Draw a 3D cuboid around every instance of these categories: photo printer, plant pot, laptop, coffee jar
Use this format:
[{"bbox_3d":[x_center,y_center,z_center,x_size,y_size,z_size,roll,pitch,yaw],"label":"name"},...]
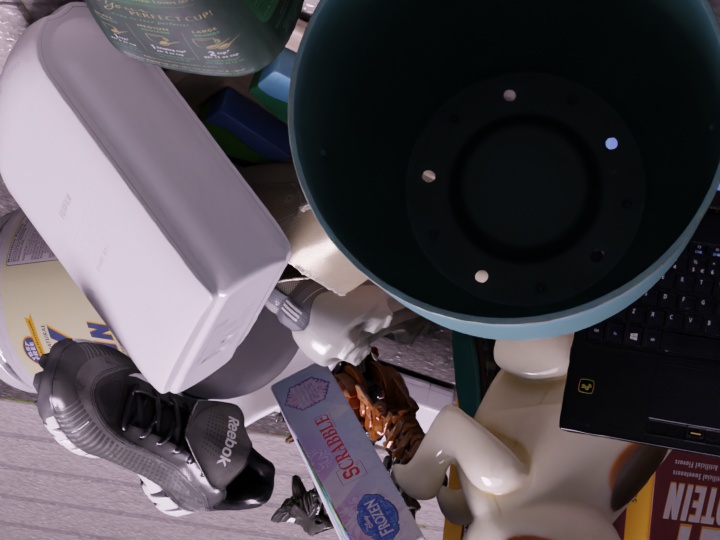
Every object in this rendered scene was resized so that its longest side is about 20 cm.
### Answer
[{"bbox_3d":[-0.131,-0.045,1.561,0.200,0.069,0.166,53,155,10],"label":"photo printer"},{"bbox_3d":[0.075,-0.057,1.327,0.200,0.201,0.161,12,170,9],"label":"plant pot"},{"bbox_3d":[0.191,-0.004,1.424,0.177,0.200,0.103,9,178,17],"label":"laptop"},{"bbox_3d":[-0.098,-0.168,1.292,0.104,0.085,0.200,12,162,19],"label":"coffee jar"}]

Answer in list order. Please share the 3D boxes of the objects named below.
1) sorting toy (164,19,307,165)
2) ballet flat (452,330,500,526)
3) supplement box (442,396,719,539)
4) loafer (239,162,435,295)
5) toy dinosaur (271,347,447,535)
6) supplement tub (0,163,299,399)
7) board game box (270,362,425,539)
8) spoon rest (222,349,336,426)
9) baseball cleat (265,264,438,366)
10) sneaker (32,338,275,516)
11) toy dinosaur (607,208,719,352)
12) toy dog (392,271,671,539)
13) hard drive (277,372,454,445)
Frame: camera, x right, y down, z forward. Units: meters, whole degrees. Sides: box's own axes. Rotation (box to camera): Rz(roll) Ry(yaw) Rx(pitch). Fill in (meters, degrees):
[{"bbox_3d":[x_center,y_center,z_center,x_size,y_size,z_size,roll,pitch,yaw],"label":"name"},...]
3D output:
[{"bbox_3d":[-0.014,-0.076,1.569,0.200,0.037,0.185,21,160,-18],"label":"sorting toy"},{"bbox_3d":[0.096,0.109,1.758,0.074,0.200,0.074,-2,150,-1],"label":"ballet flat"},{"bbox_3d":[0.167,0.167,1.819,0.133,0.198,0.200,10,173,-37],"label":"supplement box"},{"bbox_3d":[-0.005,-0.023,1.558,0.076,0.068,0.200,30,159,-32],"label":"loafer"},{"bbox_3d":[-0.007,0.105,1.882,0.102,0.136,0.200,0,-160,-9],"label":"toy dinosaur"},{"bbox_3d":[-0.142,0.012,1.751,0.145,0.145,0.200,29,156,-37],"label":"supplement tub"},{"bbox_3d":[0.021,0.185,1.710,0.200,0.041,0.200,-122,7,-56],"label":"board game box"},{"bbox_3d":[-0.067,0.068,1.842,0.099,0.200,0.061,39,-146,24],"label":"spoon rest"},{"bbox_3d":[0.000,0.000,1.700,0.106,0.070,0.200,43,-161,12],"label":"baseball cleat"},{"bbox_3d":[-0.112,0.092,1.639,0.090,0.067,0.200,3,156,30],"label":"sneaker"},{"bbox_3d":[0.189,0.012,1.512,0.200,0.136,0.102,20,162,-16],"label":"toy dinosaur"},{"bbox_3d":[0.119,0.124,1.632,0.194,0.200,0.140,10,162,16],"label":"toy dog"},{"bbox_3d":[-0.045,0.081,2.062,0.200,0.027,0.132,18,161,-11],"label":"hard drive"}]
